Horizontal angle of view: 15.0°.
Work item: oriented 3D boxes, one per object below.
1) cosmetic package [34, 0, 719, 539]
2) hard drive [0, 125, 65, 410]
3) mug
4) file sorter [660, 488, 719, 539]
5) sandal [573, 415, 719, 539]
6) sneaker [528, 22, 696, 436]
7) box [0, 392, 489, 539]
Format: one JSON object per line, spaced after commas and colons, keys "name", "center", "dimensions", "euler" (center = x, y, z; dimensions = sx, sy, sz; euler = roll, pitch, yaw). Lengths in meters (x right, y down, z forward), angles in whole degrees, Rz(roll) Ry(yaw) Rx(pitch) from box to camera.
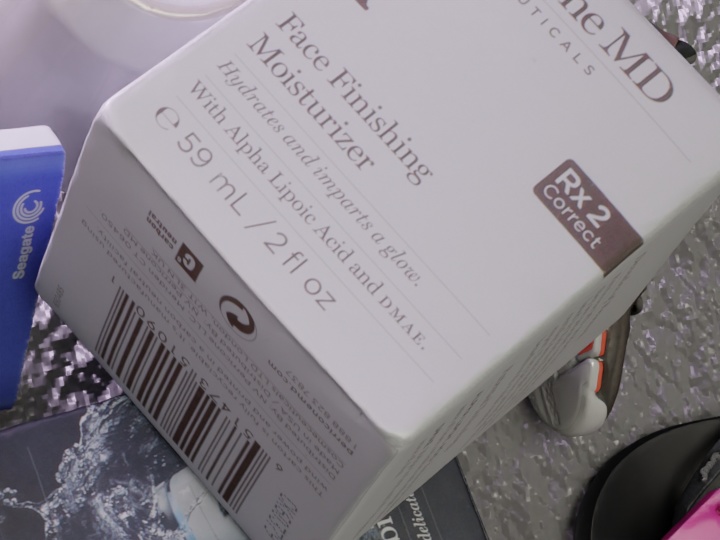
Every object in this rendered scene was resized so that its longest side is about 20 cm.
{"name": "cosmetic package", "center": [0.010, -0.020, 1.047], "dimensions": [0.200, 0.165, 0.165], "euler": [-39, 81, -26]}
{"name": "hard drive", "center": [-0.219, 0.012, 1.068], "dimensions": [0.199, 0.025, 0.133], "euler": [-8, 130, -32]}
{"name": "mug", "center": [-0.102, -0.130, 1.113], "dimensions": [0.186, 0.153, 0.150], "euler": [40, 71, -4]}
{"name": "file sorter", "center": [0.192, 0.207, 1.174], "dimensions": [0.139, 0.125, 0.200], "euler": [-42, 91, -18]}
{"name": "sandal", "center": [0.184, 0.097, 1.283], "dimensions": [0.199, 0.043, 0.077], "euler": [-26, 96, -22]}
{"name": "sneaker", "center": [0.125, -0.022, 1.252], "dimensions": [0.081, 0.077, 0.202], "euler": [10, 84, -28]}
{"name": "box", "center": [-0.049, 0.149, 1.117], "dimensions": [0.199, 0.118, 0.198], "euler": [-16, 74, -21]}
